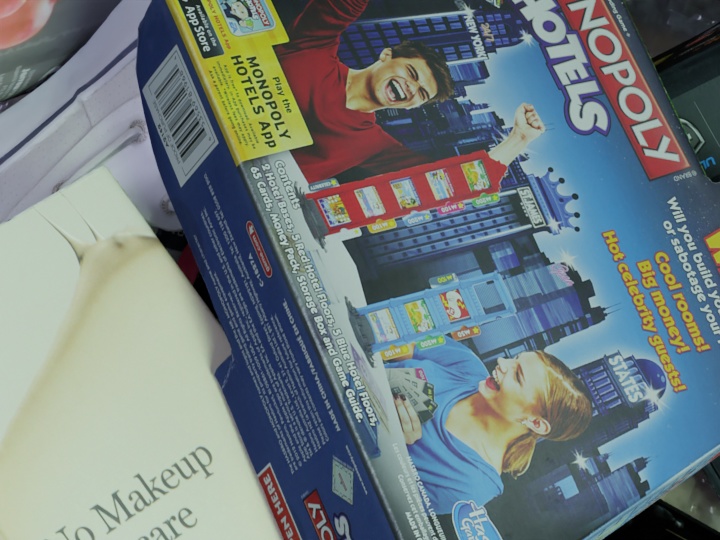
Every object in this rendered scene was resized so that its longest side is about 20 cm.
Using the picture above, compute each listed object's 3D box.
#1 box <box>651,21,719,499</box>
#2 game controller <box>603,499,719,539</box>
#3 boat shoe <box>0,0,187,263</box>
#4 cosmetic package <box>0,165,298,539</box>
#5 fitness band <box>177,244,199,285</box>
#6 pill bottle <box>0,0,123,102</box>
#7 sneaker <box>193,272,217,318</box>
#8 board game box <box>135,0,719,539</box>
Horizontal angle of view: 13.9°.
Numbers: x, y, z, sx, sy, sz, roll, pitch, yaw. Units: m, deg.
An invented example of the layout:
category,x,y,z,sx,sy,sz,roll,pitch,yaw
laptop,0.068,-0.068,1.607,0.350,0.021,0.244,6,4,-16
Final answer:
category,x,y,z,sx,sy,sz,roll,pitch,yaw
box,0.165,-0.014,0.914,0.200,0.046,0.159,-25,99,42
game controller,0.070,0.117,0.946,0.200,0.042,0.105,30,97,-32
boat shoe,-0.066,-0.035,0.924,0.200,0.071,0.070,-35,68,15
cosmetic package,-0.064,0.084,0.846,0.200,0.103,0.073,54,144,3
fitness band,0.000,0.000,0.984,0.143,0.037,0.201,25,78,-10
pill bottle,-0.085,-0.123,0.963,0.199,0.111,0.111,-21,83,-30
sneaker,-0.107,0.021,1.032,0.079,0.075,0.200,39,99,13
board game box,0.053,0.000,0.867,0.062,0.199,0.201,-45,63,54
